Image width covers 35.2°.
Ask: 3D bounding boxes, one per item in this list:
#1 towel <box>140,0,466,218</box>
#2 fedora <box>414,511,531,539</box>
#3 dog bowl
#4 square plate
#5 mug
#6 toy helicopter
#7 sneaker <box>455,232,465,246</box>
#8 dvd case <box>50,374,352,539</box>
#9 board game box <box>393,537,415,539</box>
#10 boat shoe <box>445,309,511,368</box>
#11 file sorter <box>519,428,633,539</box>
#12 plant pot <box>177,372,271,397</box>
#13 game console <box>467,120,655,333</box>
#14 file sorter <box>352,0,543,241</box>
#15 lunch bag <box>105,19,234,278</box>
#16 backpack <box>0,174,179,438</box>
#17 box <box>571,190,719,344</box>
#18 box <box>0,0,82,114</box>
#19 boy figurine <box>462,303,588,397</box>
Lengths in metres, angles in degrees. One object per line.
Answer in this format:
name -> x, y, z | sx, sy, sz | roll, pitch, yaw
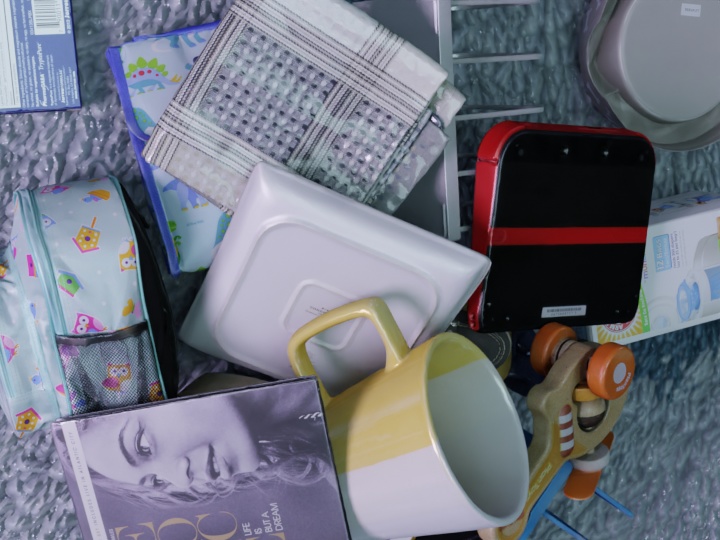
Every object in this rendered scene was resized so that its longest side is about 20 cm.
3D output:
towel -> -0.039, -0.112, 0.880 | 0.200, 0.035, 0.193 | 32, 97, -17
fedora -> 0.078, 0.173, 1.057 | 0.092, 0.200, 0.201 | -28, 114, -57
dog bowl -> 0.304, -0.219, 1.115 | 0.199, 0.059, 0.201 | -4, 100, -20
square plate -> -0.027, 0.030, 0.912 | 0.199, 0.028, 0.198 | 23, 125, -10
mug -> 0.027, 0.127, 0.899 | 0.149, 0.153, 0.187 | 13, 58, -54
toy helicopter -> 0.166, 0.152, 0.962 | 0.200, 0.079, 0.132 | -51, 131, -19
sneaker -> 0.000, 0.000, 1.046 | 0.199, 0.073, 0.071 | -8, 112, -9
dvd case -> -0.116, 0.163, 0.844 | 0.199, 0.016, 0.149 | -10, 106, 5
board game box -> 0.013, 0.213, 1.036 | 0.095, 0.030, 0.200 | 37, 121, 17
boat shoe -> 0.029, 0.062, 0.972 | 0.199, 0.057, 0.067 | 8, 102, 6
file sorter -> 0.147, 0.268, 1.104 | 0.123, 0.139, 0.200 | 36, 86, -25
plant pot -> -0.106, 0.164, 0.978 | 0.200, 0.200, 0.135 | 19, 73, -21
game console -> 0.177, -0.038, 0.989 | 0.199, 0.031, 0.178 | -2, 102, -34
file sorter -> 0.083, -0.140, 1.003 | 0.124, 0.139, 0.201 | -11, 103, -30
lunch bag -> -0.107, -0.111, 0.958 | 0.169, 0.127, 0.201 | -15, 93, -12
backpack -> -0.229, 0.027, 0.903 | 0.153, 0.176, 0.201 | -5, 105, -18
box -> 0.282, -0.003, 1.122 | 0.199, 0.101, 0.113 | -13, 103, -17
box -> -0.330, -0.183, 0.908 | 0.199, 0.032, 0.122 | -7, 101, -20
boy figurine -> 0.112, 0.058, 1.044 | 0.199, 0.064, 0.125 | 26, 48, -11
